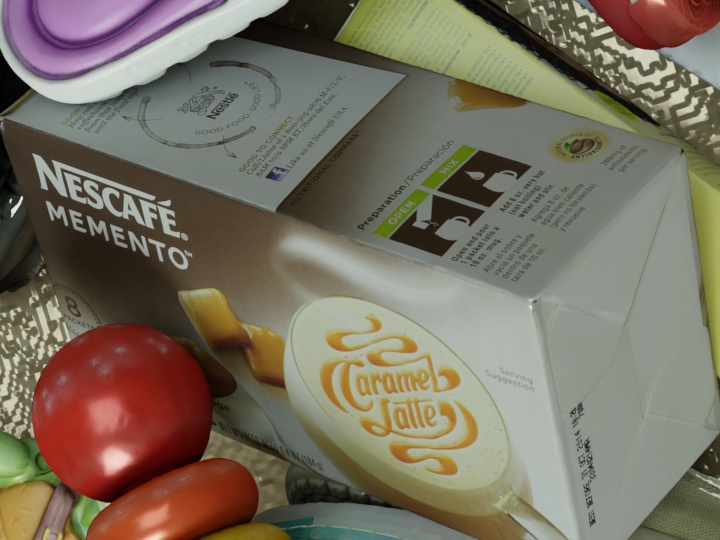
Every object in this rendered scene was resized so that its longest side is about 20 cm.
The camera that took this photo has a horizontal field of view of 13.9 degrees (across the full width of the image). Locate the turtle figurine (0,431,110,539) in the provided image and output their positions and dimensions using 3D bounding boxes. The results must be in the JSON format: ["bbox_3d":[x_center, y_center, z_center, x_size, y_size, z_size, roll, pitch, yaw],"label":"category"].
[{"bbox_3d":[-0.147,0.122,0.945,0.194,0.200,0.144,-28,127,34],"label":"turtle figurine"}]

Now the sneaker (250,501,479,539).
[{"bbox_3d":[0.040,0.134,0.892,0.200,0.071,0.080,19,56,18],"label":"sneaker"}]

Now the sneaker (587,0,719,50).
[{"bbox_3d":[0.025,-0.128,0.903,0.116,0.078,0.200,-39,64,26],"label":"sneaker"}]

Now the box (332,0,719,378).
[{"bbox_3d":[0.083,-0.021,0.924,0.200,0.075,0.050,38,101,11],"label":"box"}]

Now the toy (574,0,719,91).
[{"bbox_3d":[0.080,-0.148,0.936,0.200,0.047,0.115,34,104,18],"label":"toy"}]

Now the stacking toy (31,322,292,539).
[{"bbox_3d":[-0.041,0.108,0.867,0.085,0.085,0.200,-31,77,15],"label":"stacking toy"}]

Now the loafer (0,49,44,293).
[{"bbox_3d":[-0.088,-0.068,0.974,0.073,0.071,0.200,52,123,36],"label":"loafer"}]

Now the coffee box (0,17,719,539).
[{"bbox_3d":[0.000,0.000,0.889,0.200,0.080,0.114,20,139,33],"label":"coffee box"}]

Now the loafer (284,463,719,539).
[{"bbox_3d":[0.077,0.073,0.923,0.200,0.076,0.068,16,59,13],"label":"loafer"}]

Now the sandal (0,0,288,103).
[{"bbox_3d":[-0.029,-0.120,0.850,0.203,0.050,0.082,-42,65,13],"label":"sandal"}]
